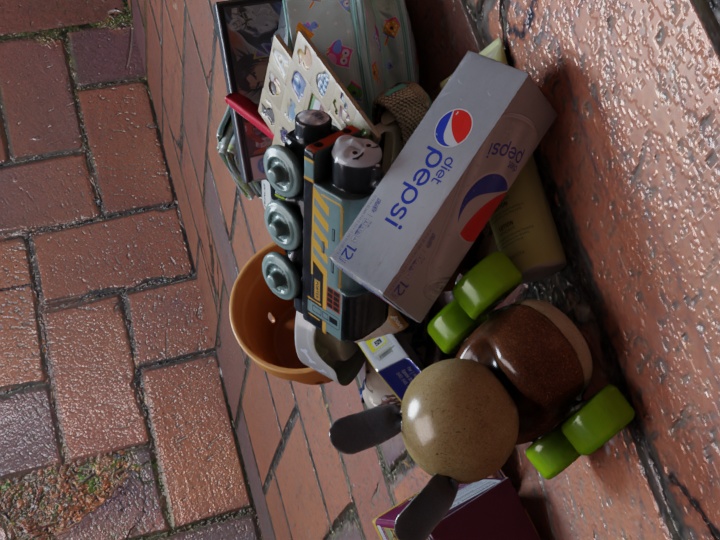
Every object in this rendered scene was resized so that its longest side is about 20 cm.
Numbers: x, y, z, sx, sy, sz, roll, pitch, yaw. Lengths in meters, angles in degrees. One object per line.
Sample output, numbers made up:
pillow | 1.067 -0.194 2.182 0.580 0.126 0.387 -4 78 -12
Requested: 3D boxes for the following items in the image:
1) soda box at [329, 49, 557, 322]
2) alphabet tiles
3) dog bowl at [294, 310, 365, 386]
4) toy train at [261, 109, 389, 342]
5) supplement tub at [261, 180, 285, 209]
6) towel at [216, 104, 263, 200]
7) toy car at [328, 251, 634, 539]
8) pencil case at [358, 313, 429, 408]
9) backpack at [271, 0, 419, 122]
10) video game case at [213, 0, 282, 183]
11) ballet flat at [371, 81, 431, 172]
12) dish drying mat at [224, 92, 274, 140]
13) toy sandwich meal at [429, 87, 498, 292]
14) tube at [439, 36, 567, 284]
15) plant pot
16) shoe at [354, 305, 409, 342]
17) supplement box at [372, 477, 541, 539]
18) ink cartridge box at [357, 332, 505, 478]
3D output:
soda box | 0.066 -0.066 0.775 0.068 0.201 0.063 32 177 40
alphabet tiles | -0.037 -0.112 0.907 0.201 0.006 0.167 56 149 24
dog bowl | -0.020 0.033 1.183 0.200 0.058 0.203 15 -90 -74
toy train | -0.023 -0.035 0.851 0.113 0.085 0.203 30 132 32
supplement tub | -0.072 -0.165 1.302 0.123 0.121 0.202 -119 23 -45
towel | -0.132 -0.214 1.358 0.172 0.047 0.203 69 -140 -68
toy car | 0.079 0.117 0.776 0.165 0.199 0.158 50 156 12
pencil case | 0.038 0.080 1.180 0.089 0.077 0.202 42 143 40
backpack | -0.016 -0.208 1.009 0.200 0.151 0.179 -65 -31 -76
video game case | -0.064 -0.215 1.138 0.025 0.178 0.203 -154 54 -71
ballet flat | 0.022 -0.072 0.911 0.067 0.075 0.203 28 128 37
dish drying mat | -0.058 -0.120 1.055 0.199 0.018 0.077 40 -175 8
toy sandwich meal | 0.075 -0.077 0.959 0.205 0.069 0.209 168 90 -74
tube | 0.119 -0.090 0.838 0.052 0.057 0.203 63 -168 -73
plant pot | -0.070 0.071 1.377 0.140 0.197 0.202 72 177 -63
shoe | 0.000 0.000 0.996 0.070 0.053 0.201 46 -164 -31
supplement box | 0.104 0.291 1.016 0.132 0.102 0.200 63 162 3
ink cartridge box | 0.062 0.126 1.035 0.198 0.047 0.201 53 -177 -36
